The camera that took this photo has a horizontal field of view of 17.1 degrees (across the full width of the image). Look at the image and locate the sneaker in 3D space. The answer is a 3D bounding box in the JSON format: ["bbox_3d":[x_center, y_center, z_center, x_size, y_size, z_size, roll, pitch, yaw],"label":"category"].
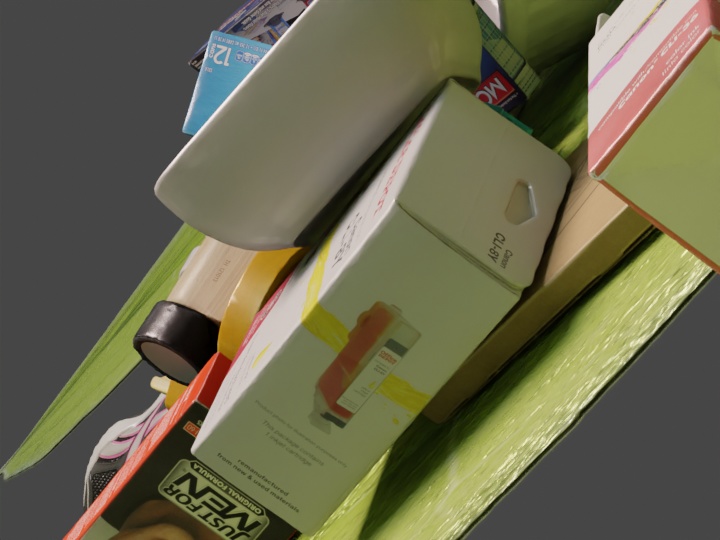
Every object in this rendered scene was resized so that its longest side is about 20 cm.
[{"bbox_3d":[-0.155,0.148,1.837,0.201,0.080,0.087,-56,17,30],"label":"sneaker"}]

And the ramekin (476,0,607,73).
[{"bbox_3d":[0.077,-0.214,1.575,0.097,0.202,0.200,-24,-3,-22],"label":"ramekin"}]

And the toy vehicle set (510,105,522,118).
[{"bbox_3d":[0.058,-0.082,1.728,0.200,0.026,0.125,-47,11,42],"label":"toy vehicle set"}]

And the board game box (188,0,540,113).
[{"bbox_3d":[0.023,-0.117,1.520,0.200,0.200,0.062,-32,16,46],"label":"board game box"}]

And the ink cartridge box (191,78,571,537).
[{"bbox_3d":[0.011,0.018,1.251,0.200,0.083,0.145,-50,9,32],"label":"ink cartridge box"}]

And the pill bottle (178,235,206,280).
[{"bbox_3d":[-0.055,-0.050,1.924,0.201,0.116,0.116,-58,9,-24],"label":"pill bottle"}]

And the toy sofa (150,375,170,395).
[{"bbox_3d":[-0.055,0.024,1.700,0.083,0.097,0.201,14,75,50],"label":"toy sofa"}]

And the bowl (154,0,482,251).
[{"bbox_3d":[-0.009,-0.085,1.323,0.200,0.075,0.200,-46,-6,9],"label":"bowl"}]

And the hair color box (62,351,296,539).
[{"bbox_3d":[-0.107,0.155,1.449,0.200,0.101,0.061,-50,9,29],"label":"hair color box"}]

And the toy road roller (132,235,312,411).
[{"bbox_3d":[-0.040,0.058,1.507,0.123,0.145,0.200,-57,-28,-23],"label":"toy road roller"}]

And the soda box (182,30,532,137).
[{"bbox_3d":[-0.003,-0.085,1.454,0.064,0.199,0.068,22,-95,-67],"label":"soda box"}]

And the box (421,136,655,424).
[{"bbox_3d":[0.110,-0.026,1.235,0.200,0.021,0.164,-47,11,44],"label":"box"}]

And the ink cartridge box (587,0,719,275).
[{"bbox_3d":[0.144,-0.056,0.845,0.068,0.116,0.200,-51,9,20],"label":"ink cartridge box"}]
